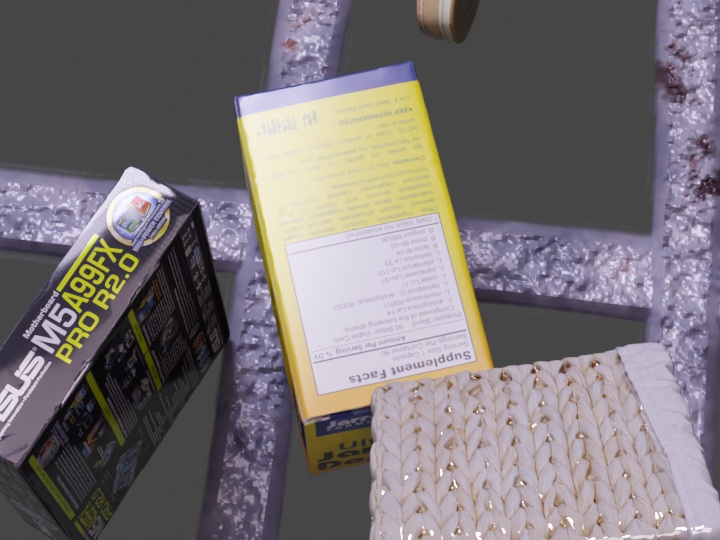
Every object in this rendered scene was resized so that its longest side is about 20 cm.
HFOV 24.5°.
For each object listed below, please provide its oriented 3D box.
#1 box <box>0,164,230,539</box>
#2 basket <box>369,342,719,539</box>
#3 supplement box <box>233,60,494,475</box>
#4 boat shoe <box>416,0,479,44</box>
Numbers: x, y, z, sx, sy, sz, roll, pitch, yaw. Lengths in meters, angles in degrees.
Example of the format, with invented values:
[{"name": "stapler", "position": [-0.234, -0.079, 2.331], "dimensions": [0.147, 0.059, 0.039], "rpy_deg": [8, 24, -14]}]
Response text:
[{"name": "box", "position": [-0.136, 0.055, 0.887], "dimensions": [0.044, 0.200, 0.161], "rpy_deg": [29, 72, 12]}, {"name": "basket", "position": [0.088, 0.164, 0.814], "dimensions": [0.159, 0.200, 0.200], "rpy_deg": [-3, 111, 2]}, {"name": "supplement box", "position": [0.000, 0.000, 0.957], "dimensions": [0.108, 0.110, 0.201], "rpy_deg": [-11, 68, -4]}, {"name": "boat shoe", "position": [0.044, -0.237, 1.077], "dimensions": [0.066, 0.074, 0.202], "rpy_deg": [-2, 66, 13]}]
